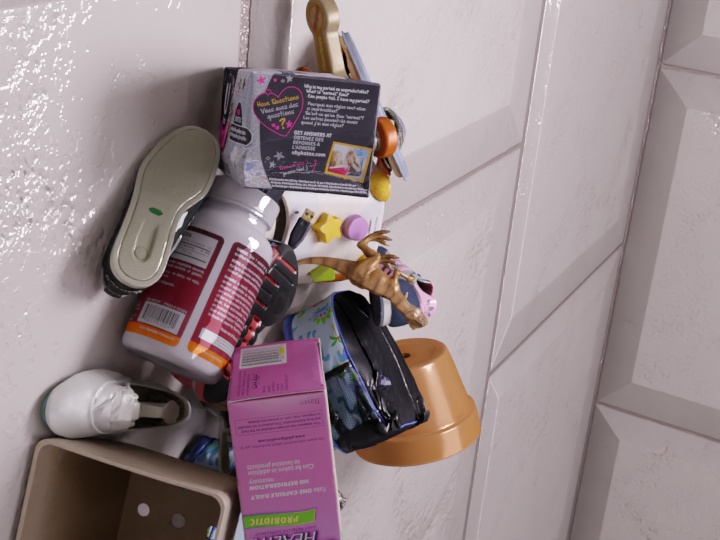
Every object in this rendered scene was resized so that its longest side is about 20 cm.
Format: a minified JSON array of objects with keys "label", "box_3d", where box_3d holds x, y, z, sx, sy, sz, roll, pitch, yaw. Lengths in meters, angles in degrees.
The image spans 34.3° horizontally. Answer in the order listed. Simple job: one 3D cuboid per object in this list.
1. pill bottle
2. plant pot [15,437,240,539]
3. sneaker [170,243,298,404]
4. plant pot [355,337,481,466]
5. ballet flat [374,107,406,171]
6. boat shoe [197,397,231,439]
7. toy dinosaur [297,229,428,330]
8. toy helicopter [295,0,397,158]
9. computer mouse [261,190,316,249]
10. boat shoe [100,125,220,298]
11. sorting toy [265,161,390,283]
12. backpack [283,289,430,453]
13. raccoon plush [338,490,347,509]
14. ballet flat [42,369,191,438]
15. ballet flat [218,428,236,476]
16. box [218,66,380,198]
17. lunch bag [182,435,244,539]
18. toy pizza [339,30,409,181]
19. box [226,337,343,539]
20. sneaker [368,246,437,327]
[{"label":"pill bottle","box_3d":[-0.161,0.008,1.222,0.201,0.112,0.113,-67,155,-13]},{"label":"plant pot","box_3d":[-0.220,0.277,1.191,0.177,0.199,0.201,-11,115,-77]},{"label":"sneaker","box_3d":[-0.147,0.046,1.303,0.201,0.086,0.074,-58,148,-16]},{"label":"plant pot","box_3d":[0.077,0.192,1.782,0.200,0.199,0.141,-35,120,-55]},{"label":"ballet flat","box_3d":[0.008,-0.133,1.554,0.072,0.072,0.201,56,48,-60]},{"label":"boat shoe","box_3d":[-0.131,0.179,1.403,0.200,0.074,0.069,48,50,-35]},{"label":"toy dinosaur","box_3d":[0.000,0.000,1.409,0.106,0.199,0.061,-58,169,-42]},{"label":"toy helicopter","box_3d":[-0.034,-0.214,1.344,0.079,0.132,0.201,-16,104,-29]},{"label":"computer mouse","box_3d":[-0.087,-0.102,1.338,0.140,0.046,0.201,31,76,-42]},{"label":"boat shoe","box_3d":[-0.203,-0.062,1.170,0.068,0.072,0.201,-40,-156,57]},{"label":"sorting toy","box_3d":[-0.065,-0.060,1.442,0.179,0.107,0.201,-8,113,-44]},{"label":"backpack","box_3d":[-0.026,0.136,1.529,0.201,0.146,0.183,66,16,10]},{"label":"raccoon plush","box_3d":[-0.054,0.294,1.605,0.200,0.133,0.097,-37,137,-53]},{"label":"ballet flat","box_3d":[-0.239,0.138,1.191,0.200,0.069,0.070,15,92,-66]},{"label":"ballet flat","box_3d":[-0.120,0.174,1.311,0.072,0.072,0.202,4,101,-66]},{"label":"box","box_3d":[-0.070,-0.146,1.182,0.200,0.131,0.116,-145,-120,-73]},{"label":"lunch bag","box_3d":[-0.161,0.296,1.440,0.200,0.082,0.162,32,74,-65]},{"label":"toy pizza","box_3d":[0.010,-0.200,1.447,0.200,0.032,0.201,-23,90,-85]},{"label":"box","box_3d":[-0.074,0.191,1.183,0.176,0.096,0.201,-108,-169,-76]},{"label":"sneaker","box_3d":[0.052,0.022,1.529,0.200,0.081,0.071,-101,-170,-66]}]
